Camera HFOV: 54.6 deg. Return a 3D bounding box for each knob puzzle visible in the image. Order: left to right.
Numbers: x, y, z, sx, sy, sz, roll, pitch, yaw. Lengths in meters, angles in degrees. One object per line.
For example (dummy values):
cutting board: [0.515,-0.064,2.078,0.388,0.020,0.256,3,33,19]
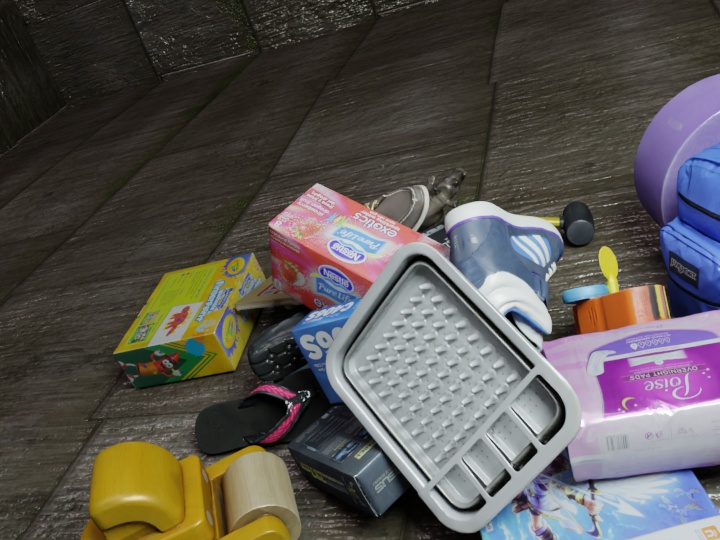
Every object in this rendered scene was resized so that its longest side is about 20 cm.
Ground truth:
knob puzzle: [-0.058,0.024,1.020,0.216,0.031,0.220,-11,12,2]

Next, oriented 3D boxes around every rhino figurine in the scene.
rhino figurine: [0.097,-0.096,1.044,0.200,0.060,0.088,-35,14,51]

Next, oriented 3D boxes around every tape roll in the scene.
tape roll: [0.422,-0.113,0.788,0.197,0.202,0.085,-17,30,7]

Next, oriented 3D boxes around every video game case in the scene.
video game case: [0.185,0.191,0.596,0.179,0.046,0.201,-18,29,4]

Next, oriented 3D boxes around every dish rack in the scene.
dish rack: [0.073,0.093,0.581,0.200,0.172,0.043,47,31,21]

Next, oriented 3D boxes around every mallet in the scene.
mallet: [0.220,-0.065,0.953,0.197,0.042,0.066,0,30,2]

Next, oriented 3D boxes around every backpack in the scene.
backpack: [0.385,-0.027,0.670,0.166,0.202,0.163,-25,30,-9]

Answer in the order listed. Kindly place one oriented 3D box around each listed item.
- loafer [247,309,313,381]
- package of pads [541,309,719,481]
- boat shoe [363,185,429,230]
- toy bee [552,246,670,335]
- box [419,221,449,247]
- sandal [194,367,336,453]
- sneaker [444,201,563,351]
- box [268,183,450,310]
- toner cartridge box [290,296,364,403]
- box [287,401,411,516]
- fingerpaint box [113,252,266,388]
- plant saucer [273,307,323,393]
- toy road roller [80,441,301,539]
loafer: [-0.043,0.069,0.846,0.198,0.069,0.070,-22,24,-6]
package of pads: [0.258,0.101,0.579,0.197,0.077,0.121,-11,30,10]
boat shoe: [0.024,-0.071,1.030,0.059,0.073,0.199,9,-23,-32]
toy bee: [0.259,0.041,0.736,0.107,0.133,0.200,-5,11,-23]
box: [0.107,-0.005,0.929,0.199,0.044,0.159,-26,27,-35]
sandal: [-0.108,0.165,0.795,0.197,0.045,0.076,-20,73,13]
sneaker: [0.164,0.020,0.720,0.080,0.199,0.148,-28,63,34]
box: [0.000,0.000,0.777,0.198,0.101,0.095,28,50,24]
toner cartridge box: [0.027,0.073,0.693,0.198,0.096,0.043,-18,18,42]
box: [0.039,0.148,0.712,0.199,0.051,0.157,-38,14,-26]
fingerpaint box: [-0.243,0.072,1.038,0.164,0.074,0.201,-13,31,16]
plant saucer: [-0.022,0.099,0.891,0.197,0.036,0.201,-16,31,9]
toy road roller: [-0.168,0.225,0.661,0.198,0.147,0.123,-24,29,-5]
